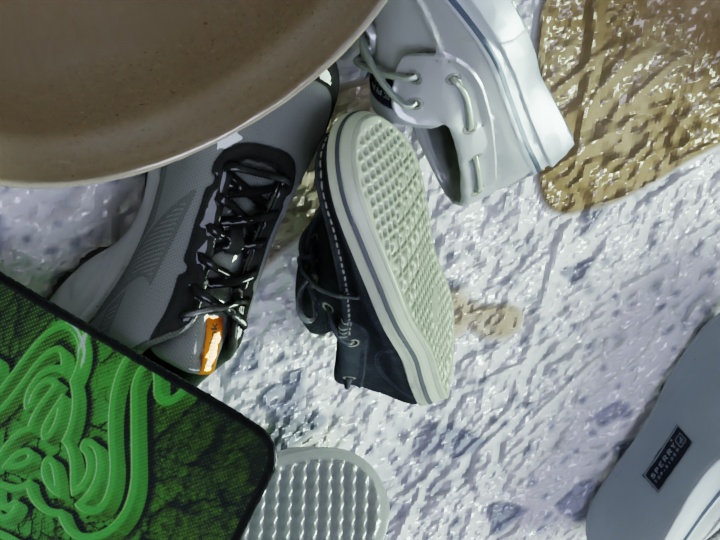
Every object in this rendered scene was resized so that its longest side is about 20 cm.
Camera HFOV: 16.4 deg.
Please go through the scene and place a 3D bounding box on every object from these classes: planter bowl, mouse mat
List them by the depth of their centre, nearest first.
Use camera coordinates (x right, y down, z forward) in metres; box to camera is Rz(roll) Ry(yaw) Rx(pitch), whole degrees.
[{"bbox_3d":[-0.092,-0.144,0.826,0.199,0.135,0.201,-23,150,-14],"label":"planter bowl"},{"bbox_3d":[-0.136,0.109,1.052,0.201,0.160,0.008,-64,173,26],"label":"mouse mat"}]

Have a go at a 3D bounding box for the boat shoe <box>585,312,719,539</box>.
[{"bbox_3d":[0.195,0.084,1.321,0.065,0.074,0.200,4,135,-44],"label":"boat shoe"}]

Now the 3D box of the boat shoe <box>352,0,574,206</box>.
[{"bbox_3d":[0.033,-0.086,1.032,0.067,0.074,0.200,-39,140,-1],"label":"boat shoe"}]

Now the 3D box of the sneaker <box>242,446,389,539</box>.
[{"bbox_3d":[-0.081,0.144,1.167,0.199,0.079,0.079,-27,-176,-30],"label":"sneaker"}]

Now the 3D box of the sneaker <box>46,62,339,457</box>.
[{"bbox_3d":[-0.062,-0.009,1.033,0.074,0.079,0.201,14,117,-41],"label":"sneaker"}]

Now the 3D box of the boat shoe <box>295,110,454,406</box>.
[{"bbox_3d":[0.000,0.000,1.077,0.062,0.075,0.200,2,153,11],"label":"boat shoe"}]
